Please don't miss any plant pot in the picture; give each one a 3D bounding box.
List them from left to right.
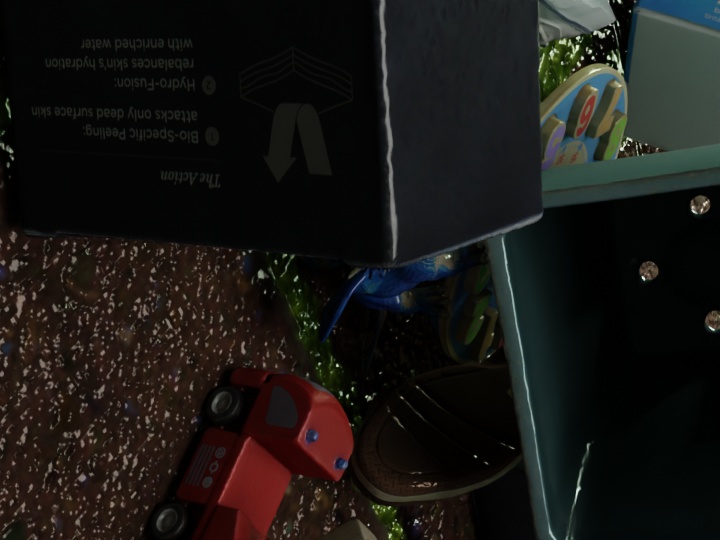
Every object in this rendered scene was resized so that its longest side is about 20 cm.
[{"bbox_3d":[0.187,0.020,0.810,0.200,0.195,0.197,-53,134,-70],"label":"plant pot"}]

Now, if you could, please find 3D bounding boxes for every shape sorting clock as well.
[{"bbox_3d":[0.109,-0.031,0.908,0.200,0.039,0.200,-47,158,-25],"label":"shape sorting clock"}]

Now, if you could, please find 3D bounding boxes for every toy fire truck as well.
[{"bbox_3d":[-0.038,0.144,0.697,0.049,0.140,0.201,49,57,-44],"label":"toy fire truck"}]

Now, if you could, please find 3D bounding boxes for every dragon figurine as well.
[{"bbox_3d":[0.000,0.000,0.764,0.099,0.200,0.059,-10,71,-26],"label":"dragon figurine"}]

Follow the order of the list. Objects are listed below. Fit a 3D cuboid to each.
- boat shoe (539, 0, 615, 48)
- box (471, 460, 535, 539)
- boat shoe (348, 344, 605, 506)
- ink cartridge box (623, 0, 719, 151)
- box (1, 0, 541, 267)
[{"bbox_3d":[0.097,-0.162,0.866,0.200,0.065,0.074,14,51,-67],"label":"boat shoe"},{"bbox_3d":[0.207,0.136,0.976,0.197,0.199,0.118,-39,125,-44],"label":"box"},{"bbox_3d":[0.067,0.095,0.887,0.202,0.075,0.075,-22,155,-38],"label":"boat shoe"},{"bbox_3d":[0.254,-0.201,1.051,0.147,0.085,0.201,81,33,-61],"label":"ink cartridge box"},{"bbox_3d":[-0.039,-0.114,0.601,0.117,0.196,0.202,-17,109,-52],"label":"box"}]
